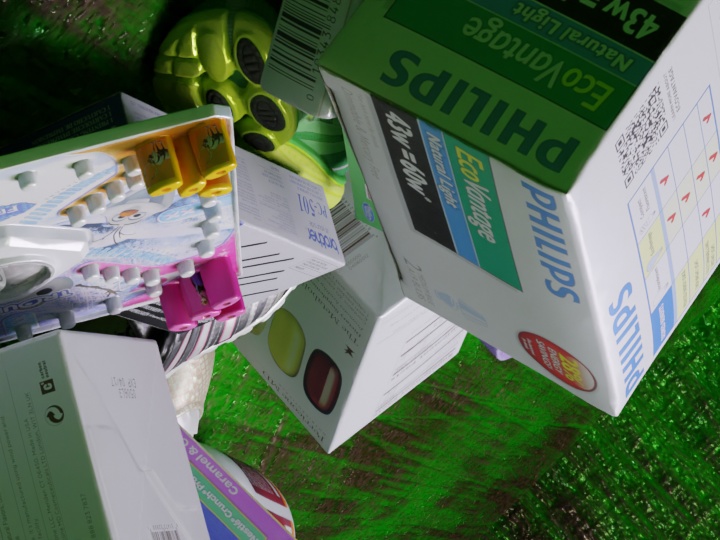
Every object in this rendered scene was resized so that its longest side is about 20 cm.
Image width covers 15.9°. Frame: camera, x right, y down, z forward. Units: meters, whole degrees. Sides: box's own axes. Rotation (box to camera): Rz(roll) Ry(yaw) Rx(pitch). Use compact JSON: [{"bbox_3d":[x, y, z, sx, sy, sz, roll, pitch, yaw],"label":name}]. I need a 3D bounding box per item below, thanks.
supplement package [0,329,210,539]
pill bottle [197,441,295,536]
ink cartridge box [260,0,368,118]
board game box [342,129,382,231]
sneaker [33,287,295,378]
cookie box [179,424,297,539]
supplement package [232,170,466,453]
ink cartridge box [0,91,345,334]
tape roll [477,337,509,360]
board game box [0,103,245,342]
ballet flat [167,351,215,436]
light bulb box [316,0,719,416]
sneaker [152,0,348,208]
[{"bbox_3d":[-0.178,0.112,1.085,0.199,0.121,0.121,-18,172,14],"label":"supplement package"},{"bbox_3d":[-0.112,0.169,1.668,0.113,0.113,0.200,-44,167,-1],"label":"pill bottle"},{"bbox_3d":[0.048,-0.173,1.091,0.200,0.043,0.198,-21,132,-56],"label":"ink cartridge box"},{"bbox_3d":[0.037,-0.128,1.186,0.135,0.029,0.201,-48,149,-29],"label":"board game box"},{"bbox_3d":[-0.096,0.011,1.299,0.200,0.074,0.087,-39,173,-3],"label":"sneaker"},{"bbox_3d":[-0.138,0.157,1.415,0.075,0.171,0.200,-38,167,-35],"label":"cookie box"},{"bbox_3d":[0.000,0.000,1.474,0.109,0.114,0.200,-36,164,-23],"label":"supplement package"},{"bbox_3d":[-0.091,-0.020,1.133,0.093,0.045,0.200,-23,162,19],"label":"ink cartridge box"},{"bbox_3d":[0.127,-0.044,1.584,0.200,0.085,0.200,-41,167,-11],"label":"tape roll"},{"bbox_3d":[-0.143,0.004,1.039,0.198,0.026,0.200,-15,162,-6],"label":"board game box"},{"bbox_3d":[-0.141,0.124,1.545,0.200,0.062,0.067,-48,167,12],"label":"ballet flat"},{"bbox_3d":[0.102,-0.083,1.087,0.200,0.124,0.199,-53,154,-18],"label":"light bulb box"},{"bbox_3d":[-0.042,-0.092,1.196,0.200,0.074,0.084,58,51,-73],"label":"sneaker"}]
